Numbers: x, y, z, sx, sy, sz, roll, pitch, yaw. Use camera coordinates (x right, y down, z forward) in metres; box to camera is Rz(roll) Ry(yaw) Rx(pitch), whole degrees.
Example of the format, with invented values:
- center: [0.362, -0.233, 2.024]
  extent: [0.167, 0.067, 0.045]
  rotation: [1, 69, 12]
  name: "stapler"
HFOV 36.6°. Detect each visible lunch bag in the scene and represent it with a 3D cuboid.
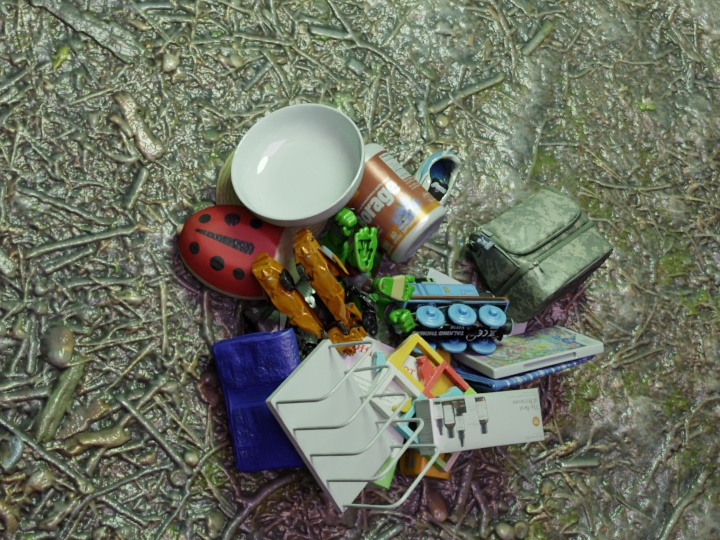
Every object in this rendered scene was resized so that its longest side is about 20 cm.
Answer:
- center: [0.291, -0.033, 1.808]
  extent: [0.199, 0.140, 0.168]
  rotation: [-32, 76, -26]
  name: "lunch bag"

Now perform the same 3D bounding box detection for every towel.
- center: [-0.139, 0.190, 1.559]
  extent: [0.049, 0.146, 0.202]
  rotation: [-18, 95, -58]
  name: "towel"
- center: [0.252, 0.151, 1.743]
  extent: [0.198, 0.144, 0.024]
  rotation: [-14, 99, -26]
  name: "towel"

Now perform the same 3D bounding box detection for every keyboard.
- center: [0.191, 0.062, 1.809]
  extent: [0.199, 0.011, 0.057]
  rotation: [26, 65, -17]
  name: "keyboard"

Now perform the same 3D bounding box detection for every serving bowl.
- center: [-0.085, -0.142, 1.583]
  extent: [0.198, 0.066, 0.202]
  rotation: [-6, 59, 10]
  name: "serving bowl"

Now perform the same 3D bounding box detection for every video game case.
- center: [0.267, 0.128, 1.746]
  extent: [0.198, 0.143, 0.018]
  rotation: [-11, 102, -20]
  name: "video game case"

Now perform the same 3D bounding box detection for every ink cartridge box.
- center: [-0.003, 0.212, 1.651]
  extent: [0.144, 0.084, 0.202]
  rotation: [25, 71, -17]
  name: "ink cartridge box"

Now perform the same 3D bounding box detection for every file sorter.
- center: [-0.003, 0.212, 1.501]
  extent: [0.139, 0.124, 0.201]
  rotation: [-45, 112, -38]
  name: "file sorter"

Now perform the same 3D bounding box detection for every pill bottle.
- center: [0.025, -0.117, 1.653]
  extent: [0.200, 0.112, 0.112]
  rotation: [45, 65, 9]
  name: "pill bottle"

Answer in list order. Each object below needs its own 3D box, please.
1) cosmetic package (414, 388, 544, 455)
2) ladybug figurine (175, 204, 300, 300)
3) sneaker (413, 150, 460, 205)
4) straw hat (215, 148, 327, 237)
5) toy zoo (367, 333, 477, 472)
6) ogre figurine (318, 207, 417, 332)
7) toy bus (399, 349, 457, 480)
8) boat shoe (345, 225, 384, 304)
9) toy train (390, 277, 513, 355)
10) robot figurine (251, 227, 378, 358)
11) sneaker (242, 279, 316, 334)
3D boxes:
- center: [0.181, 0.227, 1.639]
  extent: [0.198, 0.051, 0.084]
  rotation: [-3, 83, -28]
  name: "cosmetic package"
- center: [-0.180, -0.031, 1.608]
  extent: [0.198, 0.072, 0.137]
  rotation: [15, 80, 1]
  name: "ladybug figurine"
- center: [0.102, -0.111, 1.772]
  extent: [0.072, 0.072, 0.201]
  rotation: [32, 70, -16]
  name: "sneaker"
- center: [-0.118, -0.129, 1.672]
  extent: [0.199, 0.085, 0.203]
  rotation: [5, 77, -22]
  name: "straw hat"
- center: [0.093, 0.190, 1.641]
  extent: [0.200, 0.020, 0.132]
  rotation: [45, 64, -13]
  name: "toy zoo"
- center: [0.000, 0.000, 1.622]
  extent: [0.200, 0.119, 0.099]
  rotation: [40, 69, -24]
  name: "ogre figurine"
- center: [0.108, 0.221, 1.700]
  extent: [0.064, 0.078, 0.202]
  rotation: [13, 74, -20]
  name: "toy bus"
- center: [-0.006, -0.027, 1.722]
  extent: [0.073, 0.063, 0.202]
  rotation: [36, 74, -24]
  name: "boat shoe"
- center: [0.142, 0.069, 1.721]
  extent: [0.198, 0.087, 0.115]
  rotation: [0, 40, -19]
  name: "toy train"
- center: [-0.061, 0.043, 1.568]
  extent: [0.144, 0.058, 0.201]
  rotation: [-28, 117, 13]
  name: "robot figurine"
- center: [-0.127, 0.068, 1.638]
  extent: [0.090, 0.066, 0.201]
  rotation: [32, 71, -16]
  name: "sneaker"
